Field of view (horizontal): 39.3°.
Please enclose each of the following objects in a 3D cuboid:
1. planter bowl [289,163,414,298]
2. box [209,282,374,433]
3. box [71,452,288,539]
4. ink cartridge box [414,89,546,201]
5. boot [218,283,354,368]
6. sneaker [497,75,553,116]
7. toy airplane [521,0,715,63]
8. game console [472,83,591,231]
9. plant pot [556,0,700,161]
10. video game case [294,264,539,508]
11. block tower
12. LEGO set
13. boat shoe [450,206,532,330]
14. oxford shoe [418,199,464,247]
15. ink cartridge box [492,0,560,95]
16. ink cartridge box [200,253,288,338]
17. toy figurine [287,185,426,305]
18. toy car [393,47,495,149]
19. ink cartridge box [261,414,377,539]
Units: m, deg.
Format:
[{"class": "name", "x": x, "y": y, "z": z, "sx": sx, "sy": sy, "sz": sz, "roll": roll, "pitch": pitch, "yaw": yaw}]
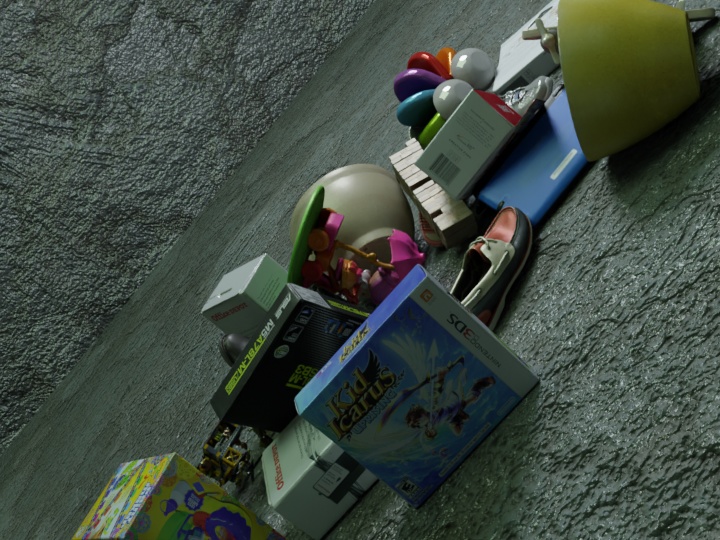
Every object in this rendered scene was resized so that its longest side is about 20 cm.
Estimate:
[{"class": "planter bowl", "x": 0.005, "y": -0.044, "z": 1.568, "sx": 0.200, "sy": 0.200, "sz": 0.135, "roll": -45, "pitch": 46, "yaw": 12}, {"class": "box", "x": -0.068, "y": 0.126, "z": 1.313, "sx": 0.194, "sy": 0.199, "sz": 0.048, "roll": -57, "pitch": 46, "yaw": 12}, {"class": "box", "x": -0.231, "y": 0.348, "z": 1.292, "sx": 0.192, "sy": 0.200, "sz": 0.123, "roll": -21, "pitch": 32, "yaw": 53}, {"class": "ink cartridge box", "x": 0.180, "y": -0.198, "z": 1.445, "sx": 0.176, "sy": 0.084, "sz": 0.200, "roll": -51, "pitch": -7, "yaw": 16}, {"class": "boot", "x": -0.088, "y": 0.087, "z": 1.420, "sx": 0.070, "sy": 0.198, "sz": 0.175, "roll": -74, "pitch": 8, "yaw": -56}, {"class": "sneaker", "x": 0.218, "y": -0.248, "z": 1.597, "sx": 0.199, "sy": 0.082, "sz": 0.075, "roll": -36, "pitch": 23, "yaw": 36}, {"class": "toy airplane", "x": 0.343, "y": -0.329, "z": 1.365, "sx": 0.200, "sy": 0.196, "sz": 0.143, "roll": 151, "pitch": 126, "yaw": -66}, {"class": "game console", "x": 0.258, "y": -0.143, "z": 1.407, "sx": 0.201, "sy": 0.118, "sz": 0.170, "roll": -50, "pitch": 49, "yaw": -1}, {"class": "plant pot", "x": 0.330, "y": -0.245, "z": 1.216, "sx": 0.140, "sy": 0.202, "sz": 0.201, "roll": -9, "pitch": 36, "yaw": 22}, {"class": "video game case", "x": 0.061, "y": 0.127, "z": 1.078, "sx": 0.200, "sy": 0.181, "sz": 0.045, "roll": -47, "pitch": 19, "yaw": 6}, {"class": "block tower", "x": 0.106, "y": -0.114, "z": 1.506, "sx": 0.057, "sy": 0.054, "sz": 0.201, "roll": -28, "pitch": 46, "yaw": -1}, {"class": "LEGO set", "x": -0.145, "y": 0.245, "z": 1.498, "sx": 0.201, "sy": 0.115, "sz": 0.154, "roll": -57, "pitch": -10, "yaw": -32}, {"class": "boat shoe", "x": 0.158, "y": -0.004, "z": 1.268, "sx": 0.071, "sy": 0.062, "sz": 0.202, "roll": -10, "pitch": 48, "yaw": 53}, {"class": "oxford shoe", "x": 0.131, "y": -0.106, "z": 1.585, "sx": 0.075, "sy": 0.069, "sz": 0.202, "roll": 85, "pitch": -166, "yaw": -52}, {"class": "ink cartridge box", "x": 0.315, "y": -0.391, "z": 1.715, "sx": 0.199, "sy": 0.043, "sz": 0.175, "roll": -38, "pitch": 21, "yaw": 34}, {"class": "ink cartridge box", "x": -0.127, "y": 0.081, "z": 1.567, "sx": 0.144, "sy": 0.200, "sz": 0.084, "roll": -23, "pitch": 31, "yaw": 52}, {"class": "toy figurine", "x": 0.000, "y": 0.000, "z": 1.430, "sx": 0.151, "sy": 0.182, "sz": 0.202, "roll": -68, "pitch": -6, "yaw": -51}, {"class": "toy car", "x": 0.131, "y": -0.309, "z": 1.769, "sx": 0.201, "sy": 0.149, "sz": 0.175, "roll": -61, "pitch": 7, "yaw": -32}, {"class": "ink cartridge box", "x": -0.026, "y": 0.214, "z": 1.264, "sx": 0.200, "sy": 0.083, "sz": 0.147, "roll": -47, "pitch": 19, "yaw": 7}]
